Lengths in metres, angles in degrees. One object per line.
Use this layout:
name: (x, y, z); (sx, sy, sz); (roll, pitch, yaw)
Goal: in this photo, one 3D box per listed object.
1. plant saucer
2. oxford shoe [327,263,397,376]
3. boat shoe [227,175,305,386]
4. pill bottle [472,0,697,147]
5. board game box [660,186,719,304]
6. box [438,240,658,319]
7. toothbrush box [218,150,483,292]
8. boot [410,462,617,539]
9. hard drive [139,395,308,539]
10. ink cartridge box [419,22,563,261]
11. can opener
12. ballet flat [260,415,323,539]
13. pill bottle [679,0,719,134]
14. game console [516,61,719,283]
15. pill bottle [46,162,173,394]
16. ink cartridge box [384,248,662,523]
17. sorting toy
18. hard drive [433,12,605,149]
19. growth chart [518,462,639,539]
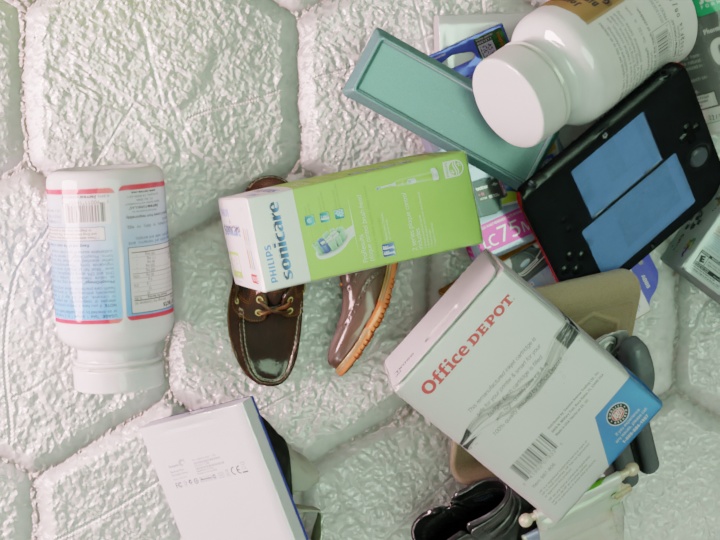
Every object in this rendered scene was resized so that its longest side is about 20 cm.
plant saucer: (0.086, -0.146, 1.608); (0.199, 0.019, 0.070); (28, 92, -10)
oxford shoe: (0.000, 0.000, 1.650); (0.073, 0.071, 0.201); (21, 83, -3)
boat shoe: (-0.087, 0.012, 1.628); (0.070, 0.070, 0.201); (-4, 98, -14)
pill bottle: (0.202, -0.197, 1.584); (0.200, 0.114, 0.115); (-35, 102, -27)
board game box: (0.417, -0.048, 1.724); (0.147, 0.064, 0.200); (35, 90, -13)
box: (0.189, 0.024, 1.699); (0.200, 0.041, 0.119); (-30, 100, -9)
toothbrush box: (-0.012, -0.045, 1.532); (0.199, 0.146, 0.086); (-12, 95, -14)
boot: (0.152, 0.224, 1.651); (0.200, 0.132, 0.070); (-37, 59, -1)
hard drive: (-0.118, 0.224, 1.620); (0.132, 0.025, 0.201); (-16, 98, 35)
ink cartridge box: (0.124, -0.120, 1.644); (0.119, 0.042, 0.201); (-24, 96, -5)
can opener: (0.253, 0.137, 1.670); (0.053, 0.066, 0.200); (-29, 134, -12)
ballet flat: (-0.073, 0.220, 1.658); (0.068, 0.068, 0.201); (-12, 108, -19)
pill bottle: (0.338, -0.240, 1.663); (0.113, 0.113, 0.201); (-23, 99, -8)
game console: (0.245, -0.076, 1.619); (0.200, 0.031, 0.177); (-40, 139, -8)
pill bottle: (-0.225, 0.006, 1.580); (0.108, 0.109, 0.201); (-4, 97, -11)
ink cartridge box: (0.142, 0.100, 1.545); (0.200, 0.084, 0.145); (40, 96, -15)
sorting toy: (0.172, 0.099, 1.662); (0.184, 0.036, 0.201); (-12, 124, -23)
hard drive: (0.171, -0.182, 1.681); (0.199, 0.026, 0.133); (-3, 96, -11)
growth chart: (0.198, 0.271, 1.678); (0.144, 0.018, 0.200); (-20, 140, -14)
